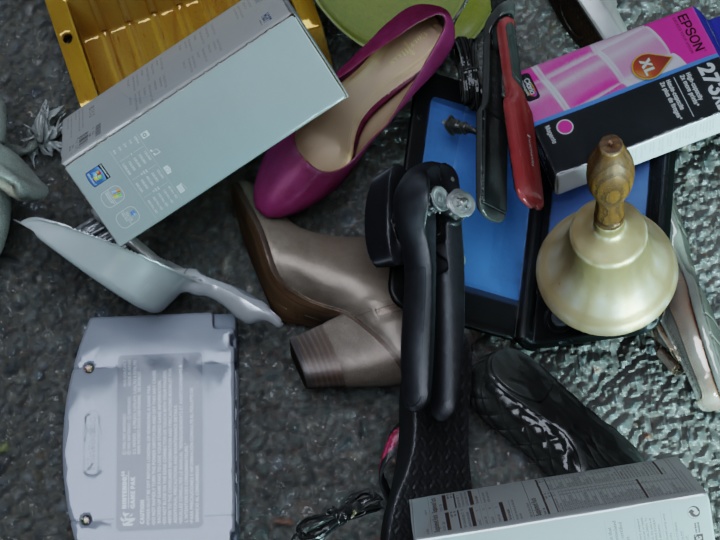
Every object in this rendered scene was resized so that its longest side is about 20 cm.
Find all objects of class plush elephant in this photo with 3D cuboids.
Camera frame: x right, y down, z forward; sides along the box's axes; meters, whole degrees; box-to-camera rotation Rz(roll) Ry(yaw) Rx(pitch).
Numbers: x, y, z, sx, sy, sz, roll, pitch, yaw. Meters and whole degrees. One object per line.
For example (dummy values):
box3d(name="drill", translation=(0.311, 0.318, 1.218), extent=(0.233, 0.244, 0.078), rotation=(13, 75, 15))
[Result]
box3d(name="plush elephant", translation=(-0.318, -0.090, 1.714), extent=(0.200, 0.155, 0.165), rotation=(-32, 73, -6))

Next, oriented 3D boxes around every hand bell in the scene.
box3d(name="hand bell", translation=(0.171, -0.042, 1.549), extent=(0.104, 0.200, 0.105), rotation=(-2, 65, 5))

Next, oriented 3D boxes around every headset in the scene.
box3d(name="headset", translation=(0.011, 0.255, 1.544), extent=(0.094, 0.123, 0.201), rotation=(-28, 101, -20))

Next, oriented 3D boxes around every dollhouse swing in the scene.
box3d(name="dollhouse swing", translation=(-0.139, -0.208, 1.732), extent=(0.199, 0.176, 0.182), rotation=(-19, 71, -4))

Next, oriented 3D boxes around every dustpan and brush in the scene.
box3d(name="dustpan and brush", translation=(-0.151, 0.002, 1.688), extent=(0.200, 0.140, 0.057), rotation=(36, 92, 7))

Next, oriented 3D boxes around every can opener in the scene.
box3d(name="can opener", translation=(0.051, 0.012, 1.621), extent=(0.063, 0.079, 0.201), rotation=(10, 63, -34))

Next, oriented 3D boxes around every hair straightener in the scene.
box3d(name="hair straightener", translation=(0.086, -0.129, 1.667), extent=(0.077, 0.041, 0.201), rotation=(-20, 69, 33))

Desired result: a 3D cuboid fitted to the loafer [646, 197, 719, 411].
box3d(name="loafer", translation=(0.229, 0.020, 1.695), extent=(0.063, 0.072, 0.201), rotation=(-20, 64, 13))

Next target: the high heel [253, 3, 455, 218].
box3d(name="high heel", translation=(-0.008, -0.122, 1.675), extent=(0.067, 0.096, 0.200), rotation=(39, 82, -2))

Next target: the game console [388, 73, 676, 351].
box3d(name="game console", translation=(0.132, -0.054, 1.678), extent=(0.175, 0.116, 0.201), rotation=(-10, 61, 34))

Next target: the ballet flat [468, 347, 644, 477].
box3d(name="ballet flat", translation=(0.158, 0.138, 1.672), extent=(0.066, 0.057, 0.200), rotation=(-35, 77, -32))

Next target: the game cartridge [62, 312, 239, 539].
box3d(name="game cartridge", translation=(-0.157, 0.132, 1.694), extent=(0.133, 0.040, 0.201), rotation=(-1, 71, 0))

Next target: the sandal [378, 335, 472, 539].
box3d(name="sandal", translation=(0.046, 0.141, 1.664), extent=(0.075, 0.045, 0.201), rotation=(12, 80, -35))

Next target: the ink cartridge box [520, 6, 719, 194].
box3d(name="ink cartridge box", translation=(0.219, -0.135, 1.681), extent=(0.199, 0.037, 0.095), rotation=(-20, 63, -7))

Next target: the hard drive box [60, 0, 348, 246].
box3d(name="hard drive box", translation=(-0.120, -0.120, 1.664), extent=(0.200, 0.156, 0.077), rotation=(-33, 108, 3))

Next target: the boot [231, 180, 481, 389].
box3d(name="boot", translation=(0.000, 0.000, 1.717), extent=(0.146, 0.070, 0.201), rotation=(-20, 72, -9))

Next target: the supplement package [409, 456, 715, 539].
box3d(name="supplement package", translation=(0.143, 0.228, 1.558), extent=(0.199, 0.151, 0.153), rotation=(-9, 95, 1))

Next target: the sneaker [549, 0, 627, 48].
box3d(name="sneaker", translation=(0.179, -0.255, 1.780), extent=(0.084, 0.073, 0.201), rotation=(-25, 74, -9))

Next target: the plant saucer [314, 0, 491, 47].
box3d(name="plant saucer", translation=(0.024, -0.259, 1.771), extent=(0.199, 0.031, 0.201), rotation=(7, 77, -30))
